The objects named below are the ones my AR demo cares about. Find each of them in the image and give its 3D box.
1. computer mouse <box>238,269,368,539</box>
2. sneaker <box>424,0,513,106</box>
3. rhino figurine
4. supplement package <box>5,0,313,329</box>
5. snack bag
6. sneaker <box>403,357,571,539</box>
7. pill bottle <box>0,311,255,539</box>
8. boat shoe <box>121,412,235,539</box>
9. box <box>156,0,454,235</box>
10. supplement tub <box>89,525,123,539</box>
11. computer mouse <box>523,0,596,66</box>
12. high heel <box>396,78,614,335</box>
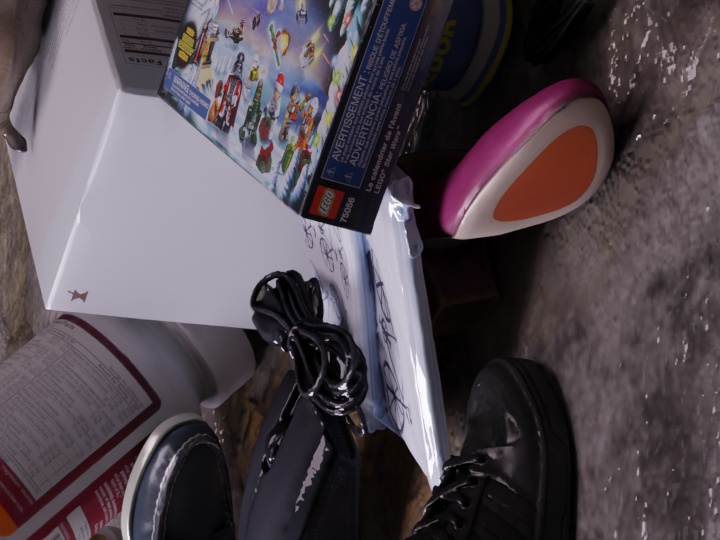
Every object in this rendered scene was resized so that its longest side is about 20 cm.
[{"bbox_3d":[-0.036,0.109,1.172,0.139,0.053,0.201,-133,39,-64],"label":"computer mouse"},{"bbox_3d":[0.017,-0.172,1.123,0.074,0.082,0.200,119,149,-46],"label":"sneaker"},{"bbox_3d":[-0.207,-0.140,1.281,0.087,0.060,0.201,29,113,53],"label":"rhino figurine"},{"bbox_3d":[-0.104,-0.090,1.297,0.200,0.150,0.152,-111,36,-47],"label":"supplement package"},{"bbox_3d":[0.000,0.000,1.111,0.200,0.021,0.189,-123,20,-58],"label":"snack bag"},{"bbox_3d":[0.035,0.132,0.989,0.060,0.104,0.201,147,125,-62],"label":"sneaker"},{"bbox_3d":[-0.162,0.088,1.326,0.110,0.200,0.110,40,156,22],"label":"pill bottle"},{"bbox_3d":[-0.098,0.180,1.315,0.062,0.075,0.201,30,119,47],"label":"boat shoe"},{"bbox_3d":[-0.026,-0.113,1.050,0.200,0.040,0.137,39,112,60],"label":"box"},{"bbox_3d":[-0.205,0.226,1.404,0.144,0.199,0.145,-176,90,-67],"label":"supplement tub"},{"bbox_3d":[0.116,-0.126,0.957,0.200,0.034,0.059,146,135,-69],"label":"computer mouse"},{"bbox_3d":[0.051,-0.054,1.030,0.200,0.067,0.096,-55,48,55],"label":"high heel"}]
